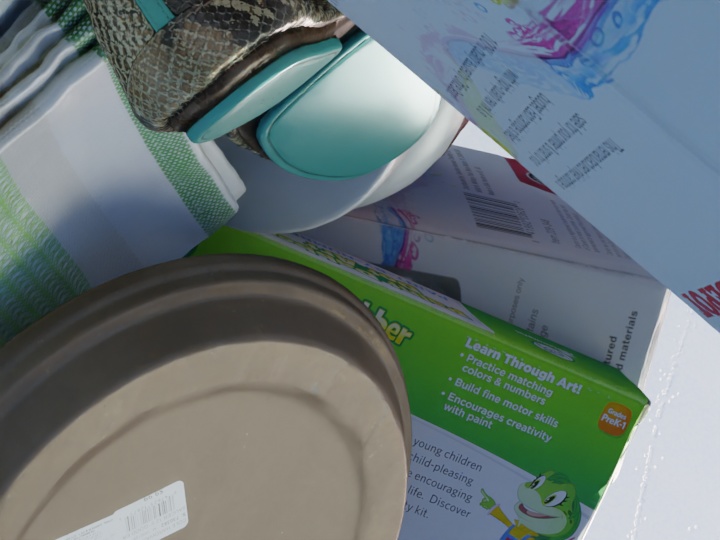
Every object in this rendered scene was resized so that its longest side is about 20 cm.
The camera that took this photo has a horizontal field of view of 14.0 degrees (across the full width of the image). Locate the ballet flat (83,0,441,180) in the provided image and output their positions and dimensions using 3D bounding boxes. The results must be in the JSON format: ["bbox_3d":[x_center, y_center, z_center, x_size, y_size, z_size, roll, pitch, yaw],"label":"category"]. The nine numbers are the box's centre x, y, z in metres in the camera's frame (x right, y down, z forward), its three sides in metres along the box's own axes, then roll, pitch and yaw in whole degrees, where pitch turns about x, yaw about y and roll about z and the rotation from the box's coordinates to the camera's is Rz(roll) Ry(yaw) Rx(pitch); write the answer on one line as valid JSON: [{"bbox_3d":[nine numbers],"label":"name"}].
[{"bbox_3d":[-0.027,-0.070,0.808,0.068,0.075,0.200,-37,170,11],"label":"ballet flat"}]

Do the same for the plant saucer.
[{"bbox_3d":[-0.062,0.088,0.896,0.200,0.029,0.200,-21,131,-26],"label":"plant saucer"}]

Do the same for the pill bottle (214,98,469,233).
[{"bbox_3d":[-0.007,-0.086,1.001,0.114,0.114,0.200,-49,-179,23],"label":"pill bottle"}]

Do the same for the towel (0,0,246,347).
[{"bbox_3d":[-0.116,0.022,0.839,0.200,0.031,0.149,-50,155,-9],"label":"towel"}]

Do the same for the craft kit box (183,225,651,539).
[{"bbox_3d":[-0.033,0.089,0.989,0.198,0.200,0.049,-64,-165,10],"label":"craft kit box"}]

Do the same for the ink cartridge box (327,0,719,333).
[{"bbox_3d":[0.064,-0.098,0.605,0.145,0.200,0.145,-49,-179,-5],"label":"ink cartridge box"}]

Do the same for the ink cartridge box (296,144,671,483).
[{"bbox_3d":[0.000,0.000,1.079,0.148,0.200,0.086,-103,-155,-73],"label":"ink cartridge box"}]
